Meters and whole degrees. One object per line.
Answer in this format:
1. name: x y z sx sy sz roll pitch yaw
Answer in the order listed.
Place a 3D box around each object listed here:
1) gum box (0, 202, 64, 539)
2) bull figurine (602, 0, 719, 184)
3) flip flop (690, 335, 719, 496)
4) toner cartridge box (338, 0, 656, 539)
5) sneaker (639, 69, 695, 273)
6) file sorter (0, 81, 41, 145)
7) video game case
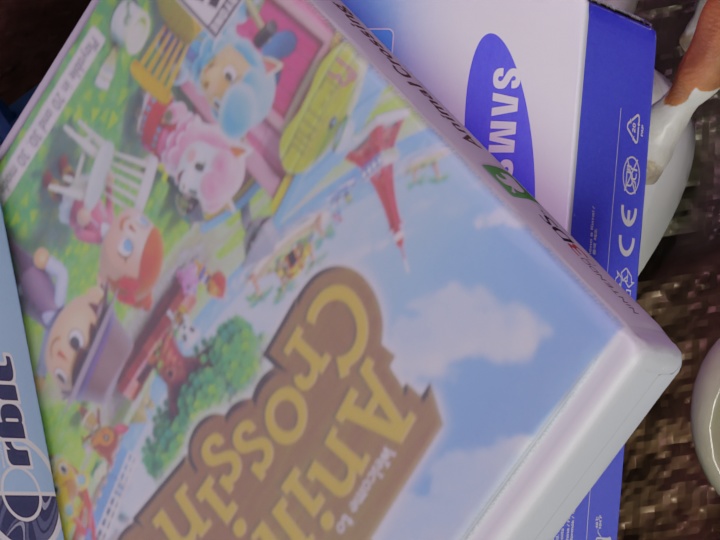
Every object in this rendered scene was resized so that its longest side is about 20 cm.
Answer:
1. gum box: -0.160 0.073 0.727 0.199 0.044 0.171 -23 72 36
2. bull figurine: 0.108 -0.077 0.709 0.122 0.065 0.200 -57 13 26
3. flip flop: 0.166 0.015 0.647 0.199 0.081 0.058 -18 7 20
4. toner cartridge box: 0.012 0.037 0.685 0.095 0.043 0.201 2 85 29
5. sneaker: 0.000 0.000 0.756 0.200 0.085 0.073 -39 45 -6
6. file sorter: -0.073 -0.083 0.813 0.200 0.123 0.139 -37 31 -3
7. video game case: -0.041 0.038 0.678 0.182 0.022 0.200 48 113 32
